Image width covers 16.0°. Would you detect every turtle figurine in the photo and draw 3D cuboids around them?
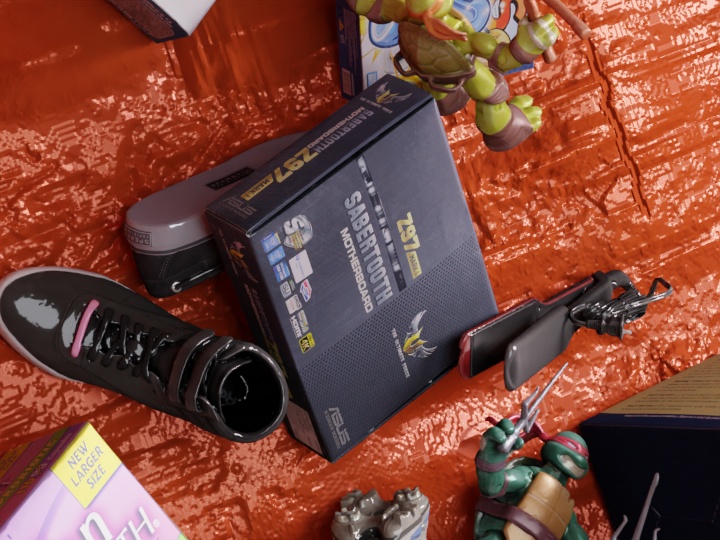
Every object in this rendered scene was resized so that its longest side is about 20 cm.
[{"bbox_3d":[0.064,-0.135,1.592,0.065,0.199,0.161,-63,152,-18],"label":"turtle figurine"},{"bbox_3d":[0.117,0.172,1.689,0.149,0.101,0.201,33,74,-13],"label":"turtle figurine"}]

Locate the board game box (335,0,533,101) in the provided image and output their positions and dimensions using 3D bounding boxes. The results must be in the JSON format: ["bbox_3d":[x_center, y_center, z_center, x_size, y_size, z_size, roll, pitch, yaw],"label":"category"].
[{"bbox_3d":[0.047,-0.218,1.670,0.135,0.034,0.201,-16,115,-26],"label":"board game box"}]

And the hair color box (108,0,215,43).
[{"bbox_3d":[-0.099,-0.253,1.621,0.100,0.060,0.201,41,71,-21],"label":"hair color box"}]

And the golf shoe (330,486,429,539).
[{"bbox_3d":[-0.002,0.213,1.603,0.200,0.078,0.098,-35,120,-59],"label":"golf shoe"}]

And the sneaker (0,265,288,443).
[{"bbox_3d":[-0.128,0.049,1.574,0.199,0.099,0.071,26,79,-22],"label":"sneaker"}]

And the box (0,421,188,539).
[{"bbox_3d":[-0.172,0.227,1.517,0.200,0.096,0.176,51,48,-15],"label":"box"}]

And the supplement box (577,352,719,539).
[{"bbox_3d":[0.295,0.128,1.722,0.199,0.200,0.135,-24,99,-26],"label":"supplement box"}]

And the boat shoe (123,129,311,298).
[{"bbox_3d":[-0.059,-0.035,1.634,0.199,0.070,0.067,-25,122,-31],"label":"boat shoe"}]

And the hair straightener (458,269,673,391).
[{"bbox_3d":[0.151,0.039,1.704,0.199,0.077,0.041,-19,118,-49],"label":"hair straightener"}]

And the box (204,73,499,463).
[{"bbox_3d":[0.000,0.000,1.621,0.157,0.051,0.201,-37,132,-23],"label":"box"}]
